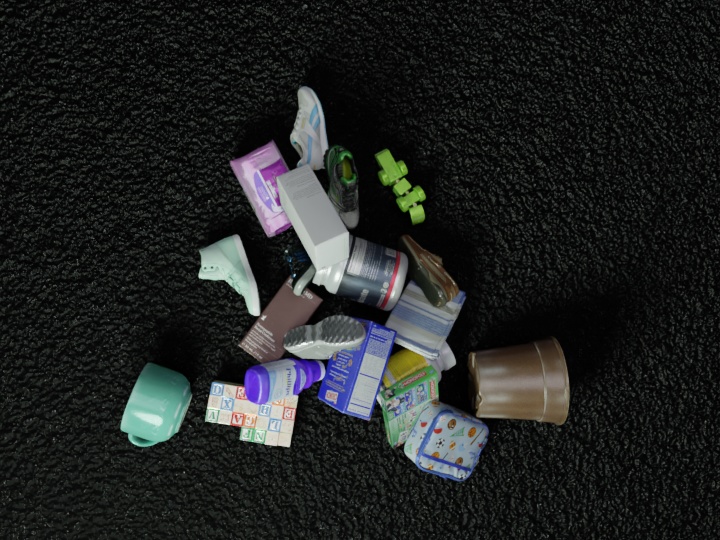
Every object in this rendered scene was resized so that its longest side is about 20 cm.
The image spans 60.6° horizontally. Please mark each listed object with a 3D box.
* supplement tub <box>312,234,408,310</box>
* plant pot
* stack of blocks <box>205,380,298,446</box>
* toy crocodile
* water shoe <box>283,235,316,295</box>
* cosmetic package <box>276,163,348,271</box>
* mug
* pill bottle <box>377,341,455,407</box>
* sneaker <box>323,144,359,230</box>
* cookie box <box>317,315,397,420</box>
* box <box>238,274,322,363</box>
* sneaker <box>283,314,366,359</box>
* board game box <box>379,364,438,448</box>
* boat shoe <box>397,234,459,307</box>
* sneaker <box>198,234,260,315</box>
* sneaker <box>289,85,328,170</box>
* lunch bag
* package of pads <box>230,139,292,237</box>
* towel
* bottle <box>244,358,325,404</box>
[{"bbox_3d":[0.000,0.000,1.427,0.197,0.140,0.143,18,83,-5],"label":"supplement tub"},{"bbox_3d":[0.357,0.261,1.434,0.195,0.200,0.204,-4,85,0],"label":"plant pot"},{"bbox_3d":[-0.248,0.325,1.405,0.197,0.059,0.117,11,84,-7],"label":"stack of blocks"},{"bbox_3d":[0.098,-0.205,1.504,0.067,0.062,0.201,-32,85,-9],"label":"toy crocodile"},{"bbox_3d":[-0.143,-0.012,1.390,0.078,0.201,0.072,31,112,-11],"label":"water shoe"},{"bbox_3d":[-0.104,-0.114,1.334,0.084,0.108,0.201,-25,66,-14],"label":"cosmetic package"},{"bbox_3d":[-0.439,0.298,1.350,0.113,0.185,0.154,20,58,-8],"label":"mug"},{"bbox_3d":[0.119,0.235,1.436,0.198,0.111,0.112,-31,89,-9],"label":"pill bottle"},{"bbox_3d":[-0.040,-0.189,1.448,0.077,0.085,0.203,-18,112,-17],"label":"sneaker"},{"bbox_3d":[-0.011,0.213,1.386,0.074,0.171,0.203,21,83,-22],"label":"cookie box"},{"bbox_3d":[-0.183,0.121,1.427,0.100,0.075,0.201,36,80,-3],"label":"box"},{"bbox_3d":[-0.069,0.153,1.352,0.197,0.082,0.076,-10,48,30],"label":"sneaker"},{"bbox_3d":[0.115,0.312,1.395,0.133,0.202,0.029,-25,46,-16],"label":"board game box"},{"bbox_3d":[0.161,-0.003,1.469,0.073,0.076,0.201,-22,65,-24],"label":"boat shoe"},{"bbox_3d":[-0.302,0.026,1.409,0.117,0.074,0.203,-19,72,-14],"label":"sneaker"},{"bbox_3d":[-0.129,-0.340,1.471,0.079,0.076,0.204,-10,87,-16],"label":"sneaker"},{"bbox_3d":[0.201,0.397,1.413,0.199,0.075,0.162,28,87,-33],"label":"lunch bag"},{"bbox_3d":[-0.210,-0.193,1.449,0.119,0.076,0.202,-28,89,-9],"label":"package of pads"},{"bbox_3d":[0.151,0.104,1.442,0.145,0.024,0.201,22,56,16],"label":"towel"},{"bbox_3d":[-0.164,0.240,1.373,0.198,0.065,0.085,-4,100,-48],"label":"bottle"}]
